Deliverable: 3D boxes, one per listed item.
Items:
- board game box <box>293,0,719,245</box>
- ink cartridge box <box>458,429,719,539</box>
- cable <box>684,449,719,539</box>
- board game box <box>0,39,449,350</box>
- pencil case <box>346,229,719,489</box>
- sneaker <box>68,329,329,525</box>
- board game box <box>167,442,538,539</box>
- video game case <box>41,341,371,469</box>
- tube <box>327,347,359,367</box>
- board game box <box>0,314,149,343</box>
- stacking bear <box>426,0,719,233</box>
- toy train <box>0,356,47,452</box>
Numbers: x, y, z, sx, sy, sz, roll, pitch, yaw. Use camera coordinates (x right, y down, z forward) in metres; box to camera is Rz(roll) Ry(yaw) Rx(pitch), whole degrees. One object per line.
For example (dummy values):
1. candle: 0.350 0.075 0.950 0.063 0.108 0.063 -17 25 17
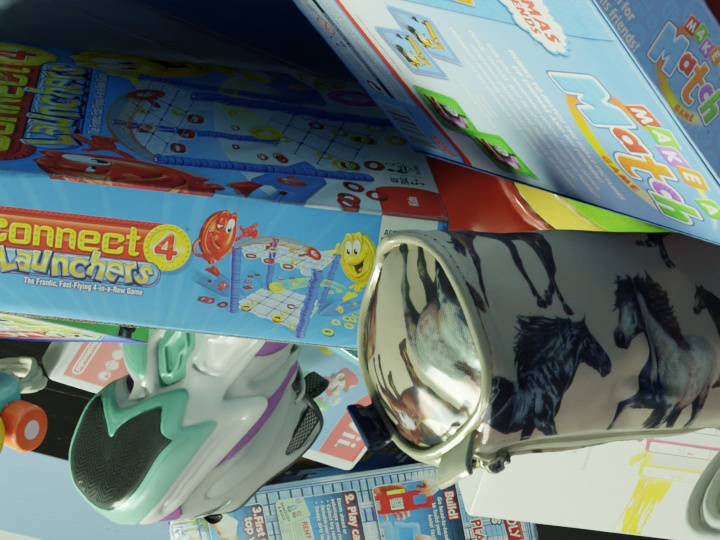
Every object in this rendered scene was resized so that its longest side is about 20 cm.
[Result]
1. board game box: 0.046 -0.082 0.720 0.200 0.037 0.151 23 159 52
2. ink cartridge box: 0.150 0.042 1.008 0.199 0.129 0.125 8 119 -14
3. cable: 0.227 0.069 0.847 0.069 0.200 0.200 53 162 -7
4. board game box: -0.074 -0.035 0.851 0.195 0.056 0.200 6 -162 -8
5. pencil case: 0.092 0.030 0.772 0.200 0.090 0.078 0 168 -36
6. sneaker: -0.050 0.036 1.039 0.078 0.200 0.140 37 -169 34
7. board game box: 0.021 0.122 1.231 0.199 0.062 0.200 -6 -169 24
8. video game case: -0.044 0.024 1.084 0.200 0.017 0.143 21 114 -37
9. tube: 0.000 0.000 0.941 0.077 0.050 0.200 27 -161 7
10. board game box: -0.212 0.010 0.945 0.200 0.029 0.134 -1 170 33
11. stacking bear: 0.101 -0.054 0.851 0.121 0.114 0.200 -7 166 -39
12. toy train: -0.245 0.050 0.983 0.199 0.056 0.150 -5 -159 -10
